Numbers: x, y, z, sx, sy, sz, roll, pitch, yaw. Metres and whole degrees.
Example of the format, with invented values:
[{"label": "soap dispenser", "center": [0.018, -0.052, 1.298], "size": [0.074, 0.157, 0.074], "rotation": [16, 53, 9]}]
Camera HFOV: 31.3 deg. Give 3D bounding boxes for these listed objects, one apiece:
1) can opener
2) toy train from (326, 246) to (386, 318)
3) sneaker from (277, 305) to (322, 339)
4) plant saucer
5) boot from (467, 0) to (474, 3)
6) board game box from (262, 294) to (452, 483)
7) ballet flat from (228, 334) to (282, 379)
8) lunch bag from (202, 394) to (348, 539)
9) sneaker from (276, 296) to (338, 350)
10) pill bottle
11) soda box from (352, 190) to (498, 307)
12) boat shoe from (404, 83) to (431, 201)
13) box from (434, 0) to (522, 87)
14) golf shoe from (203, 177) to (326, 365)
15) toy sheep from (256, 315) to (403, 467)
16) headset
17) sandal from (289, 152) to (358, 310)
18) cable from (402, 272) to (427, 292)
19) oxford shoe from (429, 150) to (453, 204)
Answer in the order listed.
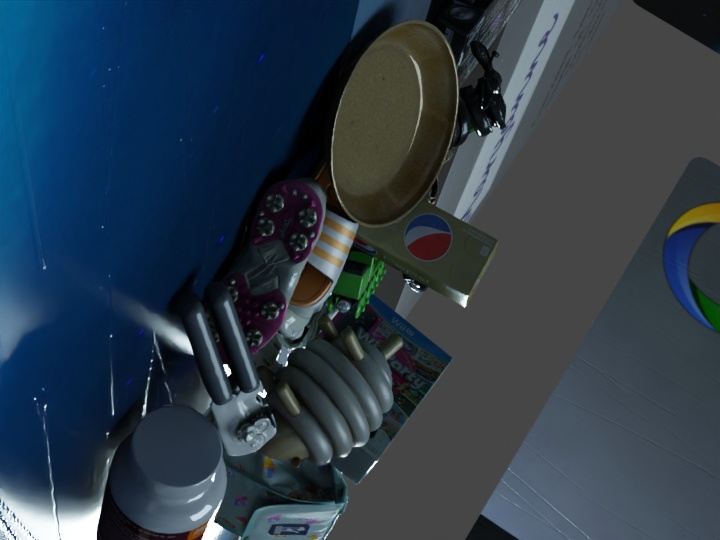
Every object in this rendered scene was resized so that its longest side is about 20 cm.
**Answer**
[{"label": "can opener", "center": [-0.123, 0.091, 1.168], "size": [0.052, 0.067, 0.201], "rotation": [-25, 133, -13]}, {"label": "toy train", "center": [0.000, 0.000, 1.391], "size": [0.200, 0.041, 0.057], "rotation": [-58, 160, -73]}, {"label": "sneaker", "center": [-0.064, 0.012, 1.354], "size": [0.081, 0.075, 0.200], "rotation": [-50, -178, 17]}, {"label": "plant saucer", "center": [0.023, -0.142, 1.232], "size": [0.200, 0.035, 0.202], "rotation": [-31, 130, -44]}, {"label": "boot", "center": [0.156, -0.373, 1.336], "size": [0.201, 0.069, 0.174], "rotation": [-56, 178, 12]}, {"label": "board game box", "center": [-0.002, 0.131, 1.518], "size": [0.200, 0.147, 0.064], "rotation": [-48, 174, -46]}, {"label": "ballet flat", "center": [-0.111, 0.085, 1.401], "size": [0.068, 0.062, 0.200], "rotation": [-56, 172, -15]}, {"label": "lunch bag", "center": [-0.114, 0.251, 1.526], "size": [0.122, 0.199, 0.171], "rotation": [-52, 171, -34]}, {"label": "sneaker", "center": [-0.036, 0.013, 1.552], "size": [0.201, 0.073, 0.116], "rotation": [-62, 174, 33]}, {"label": "pill bottle", "center": [-0.191, 0.219, 1.241], "size": [0.113, 0.112, 0.201], "rotation": [-51, 170, -39]}, {"label": "soda box", "center": [0.039, -0.043, 1.329], "size": [0.068, 0.199, 0.064], "rotation": [-60, 173, -9]}, {"label": "boat shoe", "center": [0.029, -0.148, 1.349], "size": [0.075, 0.074, 0.204], "rotation": [-48, 145, -48]}, {"label": "box", "center": [0.147, -0.313, 1.530], "size": [0.201, 0.043, 0.160], "rotation": [-55, 172, -22]}, {"label": "golf shoe", "center": [-0.085, 0.000, 1.213], "size": [0.201, 0.075, 0.092], "rotation": [-58, 179, 20]}, {"label": "toy sheep", "center": [-0.031, 0.130, 1.372], "size": [0.199, 0.138, 0.138], "rotation": [-36, 166, -15]}, {"label": "headset", "center": [0.115, -0.195, 1.507], "size": [0.123, 0.095, 0.200], "rotation": [-24, 177, -22]}, {"label": "sandal", "center": [-0.035, -0.064, 1.271], "size": [0.059, 0.079, 0.208], "rotation": [92, 21, -77]}, {"label": "cable", "center": [0.046, -0.078, 1.573], "size": [0.201, 0.050, 0.164], "rotation": [-104, -178, -55]}, {"label": "oxford shoe", "center": [0.059, -0.097, 1.706], "size": [0.071, 0.074, 0.201], "rotation": [-51, 170, -48]}]
